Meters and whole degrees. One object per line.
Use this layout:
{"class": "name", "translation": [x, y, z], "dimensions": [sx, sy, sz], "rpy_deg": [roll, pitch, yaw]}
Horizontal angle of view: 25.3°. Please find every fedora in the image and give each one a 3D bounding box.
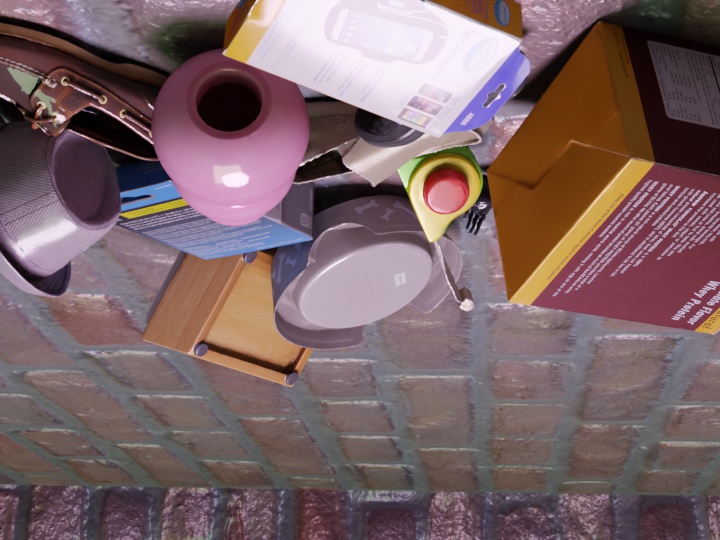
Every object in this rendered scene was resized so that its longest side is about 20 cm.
{"class": "fedora", "translation": [-0.260, -0.071, 1.351], "dimensions": [0.090, 0.178, 0.200], "rpy_deg": [-21, -173, 11]}

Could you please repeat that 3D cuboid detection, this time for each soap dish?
{"class": "soap dish", "translation": [-0.115, 0.035, 1.691], "dimensions": [0.200, 0.158, 0.081], "rpy_deg": [23, -171, -48]}

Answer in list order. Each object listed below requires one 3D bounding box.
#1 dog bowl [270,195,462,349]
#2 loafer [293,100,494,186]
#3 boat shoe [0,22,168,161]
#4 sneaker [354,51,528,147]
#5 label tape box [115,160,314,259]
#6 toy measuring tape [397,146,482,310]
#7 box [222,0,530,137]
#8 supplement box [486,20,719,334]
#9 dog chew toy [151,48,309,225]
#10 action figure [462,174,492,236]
{"class": "dog bowl", "translation": [0.000, 0.000, 1.616], "dimensions": [0.199, 0.059, 0.200], "rpy_deg": [-16, 149, -10]}
{"class": "loafer", "translation": [0.018, -0.108, 1.353], "dimensions": [0.199, 0.069, 0.076], "rpy_deg": [-4, 164, 24]}
{"class": "boat shoe", "translation": [-0.234, -0.140, 1.274], "dimensions": [0.199, 0.071, 0.070], "rpy_deg": [14, 163, -32]}
{"class": "sneaker", "translation": [0.048, -0.154, 1.224], "dimensions": [0.199, 0.060, 0.104], "rpy_deg": [-17, 154, 38]}
{"class": "label tape box", "translation": [-0.158, -0.072, 1.498], "dimensions": [0.144, 0.064, 0.200], "rpy_deg": [-10, 160, 35]}
{"class": "toy measuring tape", "translation": [0.087, -0.053, 1.443], "dimensions": [0.073, 0.074, 0.201], "rpy_deg": [-7, 127, 27]}
{"class": "box", "translation": [0.018, -0.164, 1.117], "dimensions": [0.199, 0.042, 0.119], "rpy_deg": [18, 141, -22]}
{"class": "supplement box", "translation": [0.237, -0.066, 1.269], "dimensions": [0.199, 0.133, 0.197], "rpy_deg": [9, 144, -21]}
{"class": "dog chew toy", "translation": [-0.104, -0.096, 1.300], "dimensions": [0.124, 0.125, 0.200], "rpy_deg": [2, 161, -2]}
{"class": "action figure", "translation": [0.198, -0.058, 1.451], "dimensions": [0.199, 0.103, 0.119], "rpy_deg": [-9, 159, 42]}
